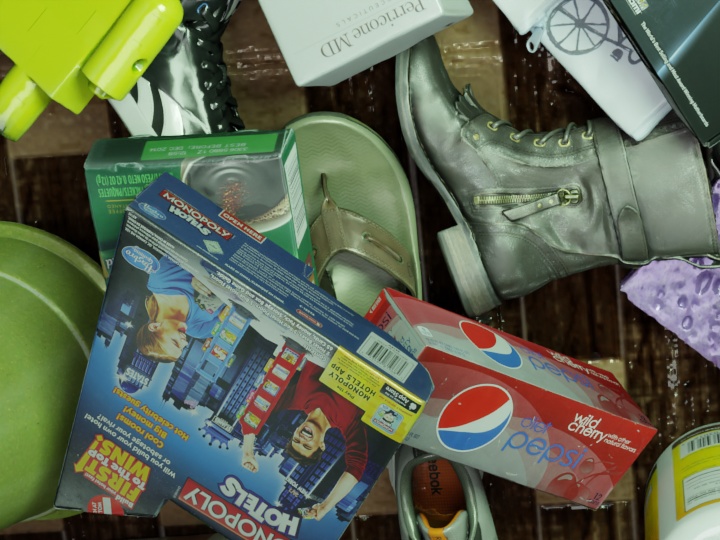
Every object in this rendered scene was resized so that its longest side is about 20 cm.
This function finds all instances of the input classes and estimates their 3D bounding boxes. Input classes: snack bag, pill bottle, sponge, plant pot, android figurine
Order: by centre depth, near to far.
[{"bbox_3d":[0.161,-0.201,1.506,0.189,0.021,0.200,-42,87,7],"label":"snack bag"},{"bbox_3d":[-0.171,-0.178,1.521,0.200,0.041,0.182,-50,58,6],"label":"android figurine"},{"bbox_3d":[0.225,0.172,1.546,0.109,0.200,0.109,2,107,5],"label":"pill bottle"},{"bbox_3d":[-0.252,0.092,1.552,0.200,0.190,0.200,7,110,19],"label":"plant pot"},{"bbox_3d":[0.272,0.029,1.589,0.200,0.030,0.112,37,105,-5],"label":"sponge"}]

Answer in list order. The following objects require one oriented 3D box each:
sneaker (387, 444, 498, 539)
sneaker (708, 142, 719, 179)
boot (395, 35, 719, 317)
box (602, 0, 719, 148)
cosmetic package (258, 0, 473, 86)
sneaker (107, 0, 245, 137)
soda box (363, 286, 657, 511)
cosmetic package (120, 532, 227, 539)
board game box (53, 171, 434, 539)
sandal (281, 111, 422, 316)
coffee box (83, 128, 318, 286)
[{"bbox_3d":[0.057,0.183,1.630,0.074,0.079,0.200,-14,106,7],"label":"sneaker"},{"bbox_3d":[0.240,-0.046,1.518,0.104,0.060,0.200,35,70,-18],"label":"sneaker"},{"bbox_3d":[0.120,-0.075,1.551,0.174,0.069,0.200,-18,94,5],"label":"boot"},{"bbox_3d":[0.206,-0.190,1.438,0.160,0.044,0.200,-34,121,3],"label":"box"},{"bbox_3d":[-0.026,-0.217,1.495,0.101,0.071,0.200,-26,87,17],"label":"cosmetic package"},{"bbox_3d":[-0.093,-0.121,1.545,0.112,0.073,0.200,-40,87,15],"label":"sneaker"},{"bbox_3d":[0.081,0.078,1.553,0.200,0.063,0.070,21,112,-38],"label":"soda box"},{"bbox_3d":[-0.137,0.225,1.649,0.200,0.103,0.087,-6,104,5],"label":"cosmetic package"},{"bbox_3d":[-0.083,0.082,1.482,0.200,0.062,0.200,34,119,3],"label":"board game box"},{"bbox_3d":[0.001,0.001,1.556,0.080,0.057,0.201,-14,97,4],"label":"sandal"},{"bbox_3d":[-0.086,0.015,1.527,0.123,0.044,0.200,-2,118,9],"label":"coffee box"}]
